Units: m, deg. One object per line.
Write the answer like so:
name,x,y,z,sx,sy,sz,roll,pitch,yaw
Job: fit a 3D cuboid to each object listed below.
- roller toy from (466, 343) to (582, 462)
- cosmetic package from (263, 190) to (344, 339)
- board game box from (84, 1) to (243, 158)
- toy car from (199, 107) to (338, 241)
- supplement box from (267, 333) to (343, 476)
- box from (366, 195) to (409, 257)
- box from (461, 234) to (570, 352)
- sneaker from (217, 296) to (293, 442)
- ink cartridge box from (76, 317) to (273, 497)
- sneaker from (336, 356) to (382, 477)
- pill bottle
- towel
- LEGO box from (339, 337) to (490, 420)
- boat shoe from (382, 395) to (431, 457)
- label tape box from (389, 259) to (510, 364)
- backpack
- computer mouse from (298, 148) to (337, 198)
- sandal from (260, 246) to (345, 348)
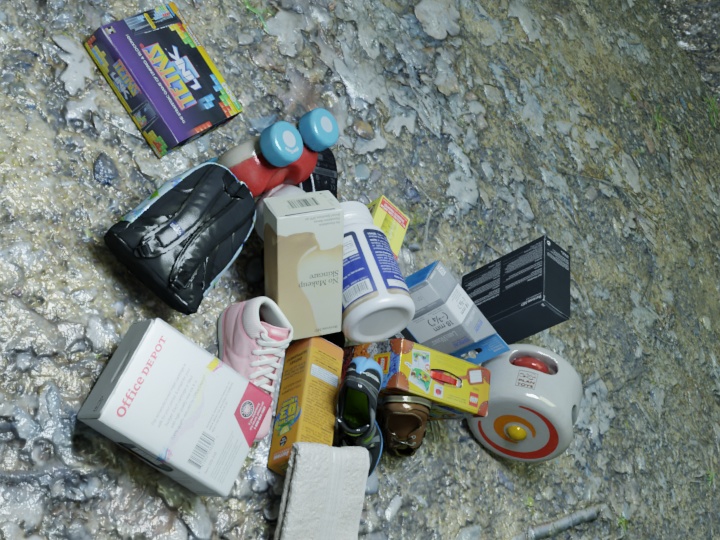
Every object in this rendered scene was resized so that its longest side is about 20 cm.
roller toy,0.275,0.228,1.761,0.200,0.182,0.140,45,43,-19
cosmetic package,-0.082,-0.006,1.495,0.104,0.201,0.071,-10,30,-18
board game box,-0.291,-0.289,1.564,0.201,0.057,0.165,56,39,-6
toy car,-0.112,-0.109,1.558,0.177,0.184,0.201,-30,98,-51
supplement box,-0.077,0.197,1.501,0.069,0.066,0.201,30,49,-32
box,0.022,-0.030,1.748,0.075,0.050,0.201,41,44,-21
box,0.272,0.047,1.849,0.079,0.199,0.142,34,47,-28
sneaker,-0.142,0.130,1.443,0.075,0.104,0.202,12,61,-44
ink cartridge box,-0.230,0.174,1.314,0.200,0.085,0.148,39,62,-23
sneaker,-0.009,0.220,1.498,0.083,0.070,0.201,-51,149,-54
pill bottle,0.000,0.000,1.591,0.115,0.116,0.201,12,46,-42
towel,-0.056,0.335,1.411,0.132,0.034,0.202,14,84,-42
LEGO box,0.079,0.172,1.604,0.199,0.148,0.078,22,67,-38
boat shoe,0.071,0.236,1.561,0.200,0.071,0.068,66,28,-68
label tape box,0.129,0.098,1.712,0.200,0.144,0.063,50,41,-13
backpack,-0.235,-0.058,1.435,0.163,0.154,0.200,44,70,-14
computer mouse,-0.088,-0.109,1.685,0.140,0.046,0.202,-1,81,-51
sandal,-0.079,0.037,1.604,0.201,0.048,0.075,55,41,-9
